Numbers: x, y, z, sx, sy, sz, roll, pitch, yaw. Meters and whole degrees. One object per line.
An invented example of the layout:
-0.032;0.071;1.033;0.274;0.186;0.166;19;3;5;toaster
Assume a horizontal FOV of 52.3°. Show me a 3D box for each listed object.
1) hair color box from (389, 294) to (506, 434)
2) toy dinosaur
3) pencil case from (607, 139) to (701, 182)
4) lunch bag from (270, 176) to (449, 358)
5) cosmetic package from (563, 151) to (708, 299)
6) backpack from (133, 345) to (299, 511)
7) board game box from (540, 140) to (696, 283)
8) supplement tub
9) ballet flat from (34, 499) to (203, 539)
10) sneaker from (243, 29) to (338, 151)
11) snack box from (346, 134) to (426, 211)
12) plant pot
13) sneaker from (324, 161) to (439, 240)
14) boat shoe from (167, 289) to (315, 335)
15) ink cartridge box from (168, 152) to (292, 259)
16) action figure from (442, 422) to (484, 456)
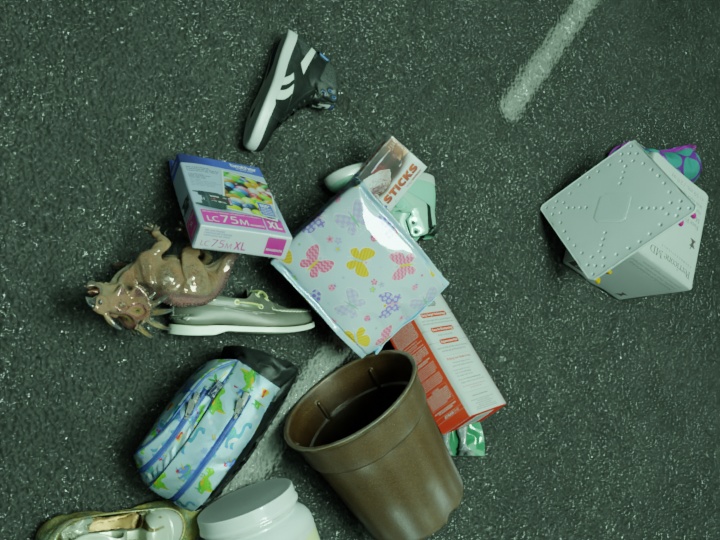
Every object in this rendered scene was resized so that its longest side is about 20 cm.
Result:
0.117;0.130;1.073;0.101;0.061;0.201;-3;58;-48;hair color box
-0.226;0.017;0.880;0.199;0.086;0.136;-6;51;-21;toy dinosaur
0.591;-0.211;1.469;0.199;0.085;0.093;-3;109;-33;pencil case
0.000;0.000;1.016;0.170;0.127;0.200;-42;99;3;lunch bag
0.503;-0.075;1.343;0.164;0.165;0.201;29;68;-24;cosmetic package
-0.180;0.189;0.893;0.153;0.163;0.201;24;76;-17;backpack
0.434;-0.101;1.251;0.026;0.200;0.200;39;21;-41;board game box
-0.110;0.374;0.896;0.145;0.145;0.201;-19;91;-32;supplement tub
-0.271;0.310;0.857;0.199;0.071;0.071;5;78;-31;ballet flat
-0.090;-0.244;1.064;0.112;0.073;0.201;26;67;-24;sneaker
0.005;-0.097;1.065;0.072;0.024;0.200;37;97;-21;snack box
0.031;0.246;0.988;0.200;0.200;0.199;-40;109;-30;plant pot
0.040;-0.095;1.113;0.200;0.074;0.119;3;73;-34;sneaker
-0.153;0.055;0.972;0.201;0.072;0.061;1;85;-28;boat shoe
-0.171;-0.092;0.935;0.119;0.200;0.042;7;122;-30;ink cartridge box
0.146;0.186;1.145;0.118;0.055;0.201;7;73;-27;action figure
